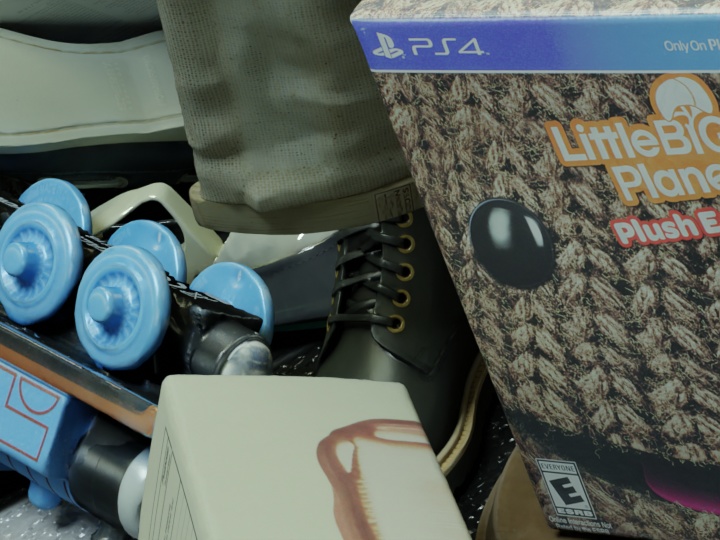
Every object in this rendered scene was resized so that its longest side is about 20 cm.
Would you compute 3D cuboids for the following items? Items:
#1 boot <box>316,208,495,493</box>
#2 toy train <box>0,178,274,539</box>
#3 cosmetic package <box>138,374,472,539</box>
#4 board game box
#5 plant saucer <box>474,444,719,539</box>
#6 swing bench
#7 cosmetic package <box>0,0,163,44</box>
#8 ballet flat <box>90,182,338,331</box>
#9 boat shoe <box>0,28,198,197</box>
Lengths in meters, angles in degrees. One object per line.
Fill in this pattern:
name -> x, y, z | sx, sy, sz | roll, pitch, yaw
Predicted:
boot -> 0.000, 0.000, 1.080 | 0.077, 0.139, 0.200 | -2, 36, 33
toy train -> -0.115, 0.032, 1.139 | 0.199, 0.115, 0.086 | 25, 10, 39
cosmetic package -> -0.012, 0.122, 0.903 | 0.087, 0.104, 0.200 | 1, 27, -14
board game box -> 0.114, -0.019, 0.910 | 0.159, 0.201, 0.097 | 2, 37, 39
plant saucer -> 0.127, 0.069, 0.990 | 0.199, 0.030, 0.200 | -18, 29, 10
swing bench -> 0.001, -0.150, 1.001 | 0.129, 0.200, 0.201 | 0, 47, 9
cosmetic package -> -0.119, -0.110, 1.289 | 0.199, 0.150, 0.052 | -24, 61, 36
ballet flat -> -0.057, -0.007, 1.206 | 0.199, 0.073, 0.073 | -11, 31, 21
boat shoe -> -0.127, -0.063, 1.239 | 0.199, 0.062, 0.075 | -7, 53, -22
